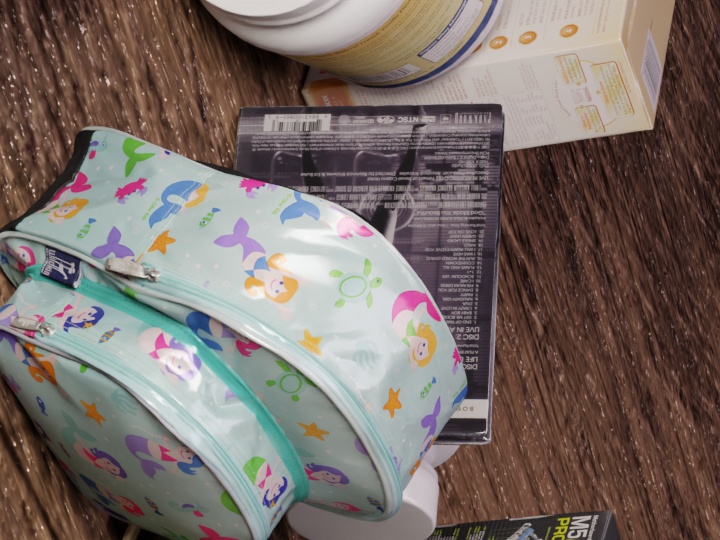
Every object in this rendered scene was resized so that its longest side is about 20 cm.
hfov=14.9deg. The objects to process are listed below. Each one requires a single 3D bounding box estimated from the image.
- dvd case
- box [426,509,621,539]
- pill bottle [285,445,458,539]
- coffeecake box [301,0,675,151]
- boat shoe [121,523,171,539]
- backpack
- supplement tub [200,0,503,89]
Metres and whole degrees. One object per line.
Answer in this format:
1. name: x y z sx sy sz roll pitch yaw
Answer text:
1. dvd case: 0.000 0.000 1.470 0.016 0.148 0.201 75 17 -60
2. box: 0.053 0.213 1.515 0.200 0.159 0.044 -66 143 -56
3. pill bottle: 0.006 0.047 1.517 0.111 0.111 0.201 51 37 -54
4. coffeecake box: 0.081 -0.144 1.656 0.154 0.199 0.073 -75 149 -45
5. boat shoe: -0.088 0.138 1.293 0.201 0.073 0.063 -67 147 -59
6. backpack: -0.059 0.037 1.235 0.151 0.199 0.178 -59 142 -29
7. supplement tub: -0.013 -0.182 1.502 0.200 0.144 0.145 13 71 -68
